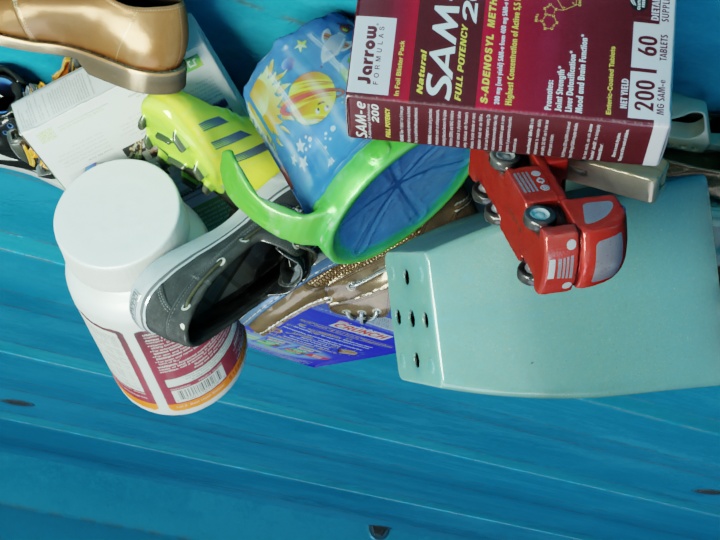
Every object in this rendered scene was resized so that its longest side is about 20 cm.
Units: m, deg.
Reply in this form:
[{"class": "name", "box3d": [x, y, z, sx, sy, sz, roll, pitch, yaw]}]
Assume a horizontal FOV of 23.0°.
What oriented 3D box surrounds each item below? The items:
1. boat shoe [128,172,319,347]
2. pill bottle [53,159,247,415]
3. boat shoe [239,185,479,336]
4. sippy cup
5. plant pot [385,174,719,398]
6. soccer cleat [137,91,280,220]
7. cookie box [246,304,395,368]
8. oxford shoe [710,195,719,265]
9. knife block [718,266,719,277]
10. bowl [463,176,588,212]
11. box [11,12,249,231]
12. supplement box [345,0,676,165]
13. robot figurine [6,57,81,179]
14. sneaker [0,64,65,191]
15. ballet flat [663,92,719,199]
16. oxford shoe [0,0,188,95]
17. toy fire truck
[{"class": "boat shoe", "box3d": [-0.066, -0.009, 1.217, 0.066, 0.199, 0.071, 31, 137, 35]}, {"class": "pill bottle", "box3d": [-0.152, 0.014, 1.289, 0.108, 0.111, 0.201, 3, 148, 11]}, {"class": "boat shoe", "box3d": [0.000, 0.000, 1.298, 0.199, 0.073, 0.072, -33, -169, 19]}, {"class": "sippy cup", "box3d": [-0.007, -0.097, 1.196, 0.140, 0.131, 0.177, -49, 159, 23]}, {"class": "plant pot", "box3d": [0.127, 0.019, 1.217, 0.198, 0.143, 0.141, -9, -177, -18]}, {"class": "soccer cleat", "box3d": [-0.086, -0.085, 1.256, 0.064, 0.084, 0.200, 29, 171, 39]}, {"class": "cookie box", "box3d": [-0.043, 0.037, 1.819, 0.170, 0.076, 0.199, 19, 160, -37]}, {"class": "oxford shoe", "box3d": [0.291, -0.035, 1.366, 0.075, 0.058, 0.199, 24, -161, 32]}, {"class": "knife block", "box3d": [0.337, 0.005, 1.573, 0.173, 0.065, 0.200, 11, 164, -12]}, {"class": "bowl", "box3d": [0.109, -0.026, 1.385, 0.198, 0.106, 0.201, -7, 175, -1]}, {"class": "box", "box3d": [-0.145, -0.087, 1.287, 0.143, 0.037, 0.200, -25, 145, 3]}, {"class": "supplement box", "box3d": [0.094, -0.134, 1.100, 0.197, 0.110, 0.061, 5, 159, 4]}, {"class": "robot figurine", "box3d": [-0.164, -0.103, 1.335, 0.199, 0.059, 0.145, 13, 132, -40]}, {"class": "sneaker", "box3d": [-0.238, -0.109, 1.389, 0.197, 0.074, 0.112, 8, 166, -1]}, {"class": "ballet flat", "box3d": [0.247, -0.096, 1.282, 0.198, 0.068, 0.073, 12, 147, -3]}, {"class": "oxford shoe", "box3d": [-0.202, -0.180, 1.170, 0.198, 0.072, 0.071, 16, -152, 8]}, {"class": "toy fire truck", "box3d": [0.145, -0.065, 1.140, 0.139, 0.201, 0.049, -8, 127, -13]}]
